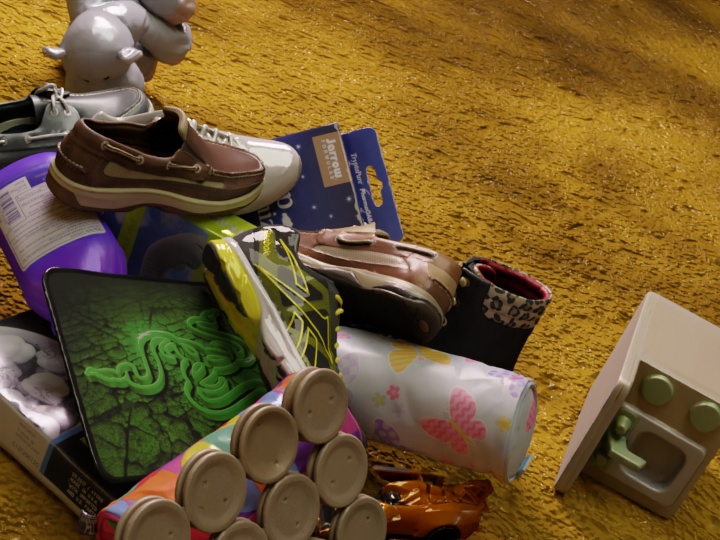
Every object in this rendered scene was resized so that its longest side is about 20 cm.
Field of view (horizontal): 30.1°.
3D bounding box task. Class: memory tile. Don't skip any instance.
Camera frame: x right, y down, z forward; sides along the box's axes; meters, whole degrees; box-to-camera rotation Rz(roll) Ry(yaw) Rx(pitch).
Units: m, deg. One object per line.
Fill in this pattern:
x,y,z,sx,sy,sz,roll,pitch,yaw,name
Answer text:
-0.064,0.167,0.850,0.017,0.154,0.200,5,31,44,memory tile

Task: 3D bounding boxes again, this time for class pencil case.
0.041,0.106,1.068,0.198,0.092,0.083,12,19,20,pencil case
-0.089,0.147,0.898,0.088,0.089,0.199,38,49,24,pencil case

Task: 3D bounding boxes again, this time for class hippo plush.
-0.250,-0.249,1.413,0.158,0.201,0.162,-4,42,-6,hippo plush

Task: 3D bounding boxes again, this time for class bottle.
-0.222,-0.003,1.027,0.083,0.066,0.200,-27,55,-13,bottle

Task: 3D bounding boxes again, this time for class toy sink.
0.268,0.132,1.218,0.111,0.131,0.200,29,27,7,toy sink

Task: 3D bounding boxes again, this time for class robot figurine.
0.018,0.192,0.991,0.198,0.059,0.145,9,29,-27,robot figurine

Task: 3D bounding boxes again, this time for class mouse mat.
-0.135,0.075,0.970,0.199,0.008,0.162,8,56,-54,mouse mat

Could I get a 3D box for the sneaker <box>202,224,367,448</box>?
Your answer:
-0.041,0.049,1.020,0.084,0.074,0.201,-29,84,-22,sneaker

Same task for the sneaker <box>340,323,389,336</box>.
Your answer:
0.001,0.030,1.241,0.198,0.072,0.083,15,28,-17,sneaker

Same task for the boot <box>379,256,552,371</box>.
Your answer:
0.053,0.050,1.160,0.202,0.155,0.074,19,28,-9,boot

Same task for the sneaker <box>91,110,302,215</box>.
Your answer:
-0.148,-0.097,1.166,0.198,0.081,0.071,0,56,-8,sneaker

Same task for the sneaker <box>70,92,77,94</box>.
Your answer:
-0.252,-0.101,1.269,0.201,0.068,0.108,33,27,11,sneaker

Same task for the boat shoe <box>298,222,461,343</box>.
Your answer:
0.000,0.000,1.123,0.199,0.076,0.074,19,59,35,boat shoe

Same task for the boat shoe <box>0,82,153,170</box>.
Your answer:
-0.286,-0.135,1.223,0.198,0.062,0.073,-20,43,-16,boat shoe

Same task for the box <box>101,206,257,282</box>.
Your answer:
-0.170,-0.012,1.125,0.199,0.123,0.048,29,30,8,box

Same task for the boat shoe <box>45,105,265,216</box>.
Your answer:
-0.147,-0.090,1.061,0.201,0.075,0.075,-8,41,-48,boat shoe

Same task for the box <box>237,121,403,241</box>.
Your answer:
-0.070,-0.061,1.219,0.198,0.032,0.122,-14,71,-2,box

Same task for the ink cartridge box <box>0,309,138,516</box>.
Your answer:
-0.185,0.096,1.014,0.198,0.044,0.200,36,29,20,ink cartridge box
